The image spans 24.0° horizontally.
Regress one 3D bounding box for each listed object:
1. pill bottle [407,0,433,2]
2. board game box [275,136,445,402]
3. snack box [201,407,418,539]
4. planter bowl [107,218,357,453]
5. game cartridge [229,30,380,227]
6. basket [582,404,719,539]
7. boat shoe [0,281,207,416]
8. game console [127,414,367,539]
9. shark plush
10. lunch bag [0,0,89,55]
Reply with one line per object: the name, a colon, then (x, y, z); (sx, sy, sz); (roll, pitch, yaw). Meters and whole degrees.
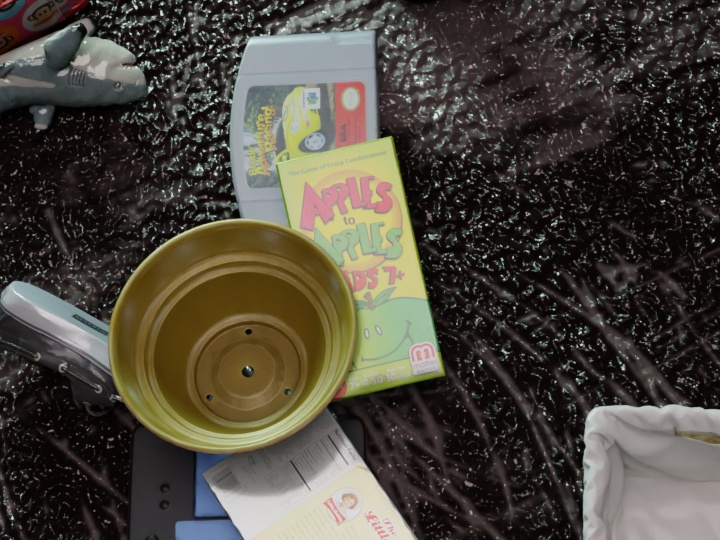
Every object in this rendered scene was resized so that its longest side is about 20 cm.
pill bottle: (0.049, -0.311, 1.442); (0.111, 0.200, 0.113); (-1, 73, 4)
board game box: (0.000, 0.000, 1.406); (0.100, 0.048, 0.202); (-13, 87, 1)
snack box: (-0.025, 0.213, 1.345); (0.116, 0.037, 0.201); (-33, 71, -8)
planter bowl: (-0.096, 0.066, 1.354); (0.198, 0.084, 0.202); (-3, 63, 6)
game cartridge: (-0.048, -0.112, 1.476); (0.132, 0.041, 0.202); (-4, 73, 7)
basket: (0.263, 0.217, 1.289); (0.196, 0.161, 0.202); (2, 74, 4)
boat shoe: (-0.224, 0.084, 1.414); (0.199, 0.070, 0.067); (29, 101, 4)
game console: (-0.092, 0.207, 1.383); (0.198, 0.031, 0.179); (-2, 73, 3)
shark plush: (-0.292, -0.154, 1.490); (0.198, 0.091, 0.084); (-25, 103, -9)
lunch bag: (-0.356, -0.279, 1.521); (0.199, 0.082, 0.177); (-30, 73, -5)
